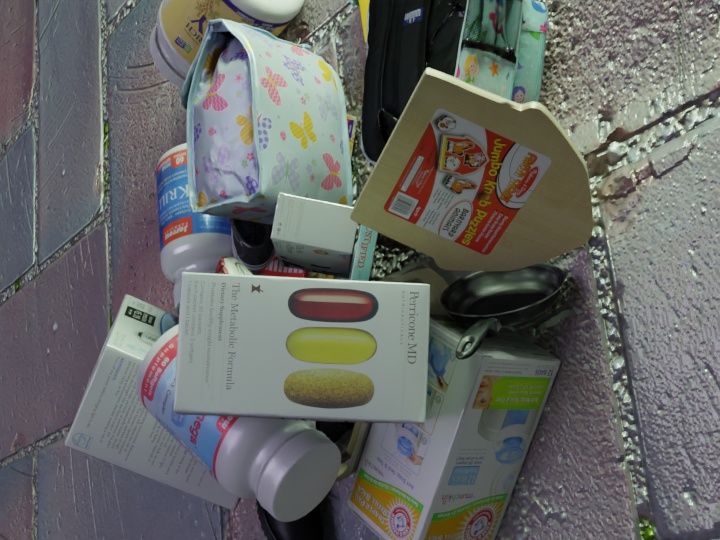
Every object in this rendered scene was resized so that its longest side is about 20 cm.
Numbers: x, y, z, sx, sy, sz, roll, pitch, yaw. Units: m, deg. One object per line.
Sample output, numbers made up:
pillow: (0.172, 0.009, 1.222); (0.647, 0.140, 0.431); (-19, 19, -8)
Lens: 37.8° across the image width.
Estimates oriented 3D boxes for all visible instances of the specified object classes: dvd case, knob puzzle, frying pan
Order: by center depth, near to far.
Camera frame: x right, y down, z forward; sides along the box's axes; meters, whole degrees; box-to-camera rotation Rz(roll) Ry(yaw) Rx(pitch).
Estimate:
frying pan: (0.129, 0.034, 0.906); (0.190, 0.113, 0.031); (-96, -9, -70)
knob puzzle: (0.113, -0.074, 0.921); (0.220, 0.218, 0.031); (-43, 21, 39)
dvd case: (0.000, 0.000, 1.084); (0.200, 0.022, 0.148); (-116, 36, -87)

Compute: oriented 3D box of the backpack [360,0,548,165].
backpack: (0.081, -0.184, 0.997); (0.177, 0.149, 0.203); (-7, 70, 58)

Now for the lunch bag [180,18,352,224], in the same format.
lunch bag: (-0.102, -0.157, 1.144); (0.126, 0.169, 0.203); (-7, 83, 35)

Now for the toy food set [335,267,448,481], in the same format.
toy food set: (0.017, 0.099, 1.026); (0.060, 0.143, 0.202); (22, 104, 21)

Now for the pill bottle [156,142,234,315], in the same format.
pill bottle: (-0.192, -0.046, 1.291); (0.112, 0.111, 0.202); (-36, 52, 43)

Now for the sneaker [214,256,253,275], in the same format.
sneaker: (-0.084, 0.063, 1.064); (0.200, 0.082, 0.078); (50, 140, 23)

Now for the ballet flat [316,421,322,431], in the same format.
ballet flat: (-0.064, 0.142, 1.088); (0.073, 0.067, 0.202); (107, 165, -48)

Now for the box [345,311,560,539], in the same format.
box: (0.082, 0.150, 0.960); (0.101, 0.112, 0.202); (31, 107, 46)

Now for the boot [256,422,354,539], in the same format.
boot: (-0.055, 0.203, 1.172); (0.163, 0.073, 0.200); (-51, 42, 35)

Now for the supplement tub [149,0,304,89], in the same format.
supplement tub: (-0.179, -0.337, 1.379); (0.200, 0.144, 0.147); (-38, 55, 43)

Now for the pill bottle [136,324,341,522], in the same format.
pill bottle: (-0.113, 0.139, 0.978); (0.199, 0.108, 0.110); (35, 111, 34)

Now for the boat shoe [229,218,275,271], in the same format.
boat shoe: (-0.133, -0.101, 1.235); (0.066, 0.069, 0.203); (108, 159, -66)

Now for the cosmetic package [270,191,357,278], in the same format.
cosmetic package: (-0.045, -0.032, 1.087); (0.200, 0.081, 0.051); (98, -179, -83)

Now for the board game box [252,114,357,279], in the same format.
board game box: (-0.077, -0.089, 1.276); (0.151, 0.046, 0.203); (7, 89, 54)

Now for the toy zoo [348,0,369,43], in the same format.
toy zoo: (0.053, -0.335, 1.172); (0.199, 0.020, 0.133); (-16, 71, 51)

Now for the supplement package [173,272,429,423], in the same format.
supplement package: (-0.045, 0.066, 0.868); (0.110, 0.197, 0.115); (90, -178, -83)

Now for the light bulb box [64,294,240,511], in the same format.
light bulb box: (-0.209, 0.145, 1.197); (0.126, 0.198, 0.198); (-64, 13, 11)
